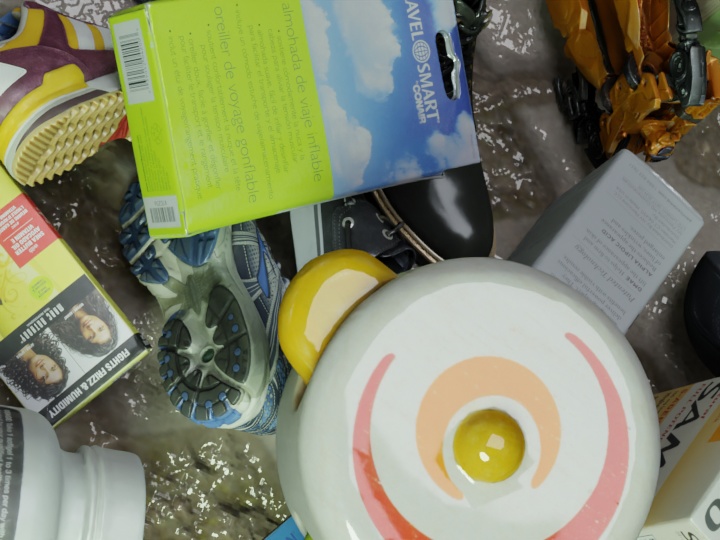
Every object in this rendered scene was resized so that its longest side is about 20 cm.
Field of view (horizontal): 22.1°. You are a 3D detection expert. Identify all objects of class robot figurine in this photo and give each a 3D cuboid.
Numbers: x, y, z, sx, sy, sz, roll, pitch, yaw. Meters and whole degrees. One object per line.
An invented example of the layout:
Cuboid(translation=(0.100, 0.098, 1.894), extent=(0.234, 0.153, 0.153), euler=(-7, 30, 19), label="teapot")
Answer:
Cuboid(translation=(0.173, -0.160, 1.169), extent=(0.058, 0.145, 0.201), euler=(-2, 66, -26), label="robot figurine")

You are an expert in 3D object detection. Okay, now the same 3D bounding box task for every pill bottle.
Cuboid(translation=(-0.213, 0.118, 0.914), extent=(0.199, 0.111, 0.111), euler=(10, 69, -19), label="pill bottle")

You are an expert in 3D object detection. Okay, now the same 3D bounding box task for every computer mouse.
Cuboid(translation=(0.244, 0.061, 1.128), extent=(0.138, 0.053, 0.200), euler=(40, 16, -31), label="computer mouse")

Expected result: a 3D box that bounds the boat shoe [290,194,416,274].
Cuboid(translation=(0.000, 0.000, 1.053), extent=(0.066, 0.070, 0.201), euler=(-10, 61, 14), label="boat shoe")

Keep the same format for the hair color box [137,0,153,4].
Cuboid(translation=(-0.126, -0.234, 1.104), extent=(0.200, 0.061, 0.100), euler=(45, 60, -3), label="hair color box")

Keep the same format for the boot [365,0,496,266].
Cuboid(translation=(0.049, -0.106, 1.093), extent=(0.077, 0.138, 0.201), euler=(-20, 82, -28), label="boot")

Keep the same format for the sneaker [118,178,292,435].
Cuboid(translation=(-0.079, 0.009, 1.040), extent=(0.085, 0.077, 0.201), euler=(35, 36, -50), label="sneaker")

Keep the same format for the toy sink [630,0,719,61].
Cuboid(translation=(0.267, -0.208, 1.190), extent=(0.130, 0.200, 0.113), euler=(1, 71, -24), label="toy sink")

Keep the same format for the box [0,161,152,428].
Cuboid(translation=(-0.201, -0.013, 0.989), extent=(0.075, 0.050, 0.200), euler=(-38, 90, -6), label="box")

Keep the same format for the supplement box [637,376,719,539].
Cuboid(translation=(0.175, 0.129, 1.029), extent=(0.074, 0.200, 0.126), euler=(47, 60, -10), label="supplement box")

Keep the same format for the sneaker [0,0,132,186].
Cuboid(translation=(-0.152, -0.115, 1.015), extent=(0.090, 0.075, 0.200), euler=(44, 27, 8), label="sneaker")

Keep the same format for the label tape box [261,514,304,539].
Cuboid(translation=(0.033, 0.203, 1.022), extent=(0.144, 0.063, 0.200), euler=(-37, 88, -29), label="label tape box")

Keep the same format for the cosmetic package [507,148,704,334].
Cuboid(translation=(0.111, 0.029, 1.096), extent=(0.074, 0.102, 0.200), euler=(41, 63, -4), label="cosmetic package")

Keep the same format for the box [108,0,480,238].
Cuboid(translation=(-0.032, -0.096, 1.001), extent=(0.199, 0.048, 0.123), euler=(-15, 98, -35), label="box")

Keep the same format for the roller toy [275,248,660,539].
Cuboid(translation=(0.052, 0.085, 0.932), extent=(0.181, 0.140, 0.202), euler=(-6, 86, -10), label="roller toy")
